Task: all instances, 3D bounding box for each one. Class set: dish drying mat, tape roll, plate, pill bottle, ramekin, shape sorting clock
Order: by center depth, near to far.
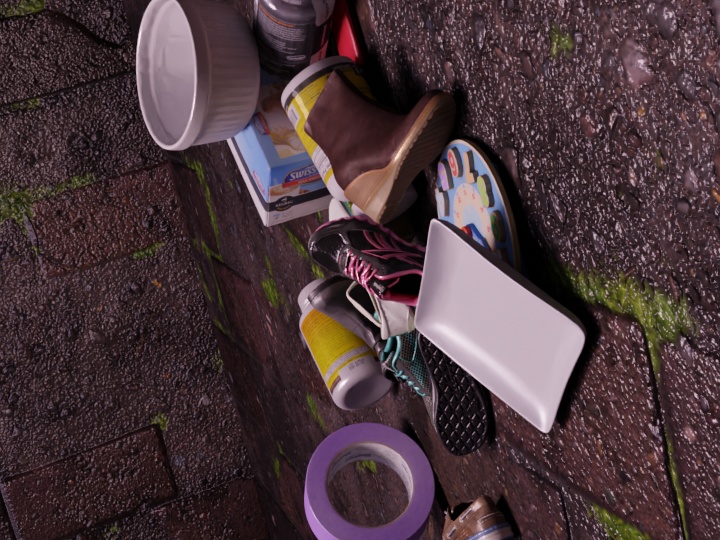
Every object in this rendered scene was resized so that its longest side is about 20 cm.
[{"bbox_3d":[0.146,0.055,1.199,0.199,0.032,0.201,39,149,22],"label":"plate"},{"bbox_3d":[0.124,-0.043,1.253,0.200,0.039,0.203,162,91,-74],"label":"shape sorting clock"},{"bbox_3d":[-0.010,-0.159,1.440,0.202,0.110,0.112,61,162,13],"label":"pill bottle"},{"bbox_3d":[-0.085,-0.338,1.460,0.200,0.105,0.108,110,139,-68],"label":"pill bottle"},{"bbox_3d":[-0.034,-0.360,1.492,0.077,0.018,0.203,171,81,-75],"label":"dish drying mat"},{"bbox_3d":[-0.214,-0.264,1.518,0.199,0.104,0.204,17,110,56],"label":"ramekin"},{"bbox_3d":[0.013,0.337,1.738,0.066,0.197,0.202,96,151,-57],"label":"tape roll"},{"bbox_3d":[-0.028,0.111,1.801,0.110,0.108,0.202,95,153,-53],"label":"pill bottle"}]

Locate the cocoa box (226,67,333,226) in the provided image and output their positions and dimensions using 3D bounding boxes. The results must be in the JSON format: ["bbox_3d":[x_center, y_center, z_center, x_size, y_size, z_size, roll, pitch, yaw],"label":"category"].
[{"bbox_3d":[-0.107,-0.192,1.604,0.132,0.131,0.202,102,146,-55],"label":"cocoa box"}]

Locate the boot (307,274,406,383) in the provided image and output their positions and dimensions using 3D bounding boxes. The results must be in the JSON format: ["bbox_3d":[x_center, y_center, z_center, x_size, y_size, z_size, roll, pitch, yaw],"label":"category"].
[{"bbox_3d":[0.016,0.084,1.583,0.199,0.070,0.133,17,-140,-53],"label":"boot"}]

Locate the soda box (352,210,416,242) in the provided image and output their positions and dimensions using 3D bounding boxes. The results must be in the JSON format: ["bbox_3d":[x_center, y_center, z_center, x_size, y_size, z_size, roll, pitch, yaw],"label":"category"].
[{"bbox_3d":[0.017,-0.040,1.576,0.200,0.063,0.069,120,130,-70],"label":"soda box"}]

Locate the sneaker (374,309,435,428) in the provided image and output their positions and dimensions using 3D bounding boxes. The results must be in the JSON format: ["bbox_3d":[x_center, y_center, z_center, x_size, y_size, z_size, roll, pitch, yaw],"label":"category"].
[{"bbox_3d":[0.070,0.121,1.514,0.077,0.090,0.203,-168,61,-72],"label":"sneaker"}]

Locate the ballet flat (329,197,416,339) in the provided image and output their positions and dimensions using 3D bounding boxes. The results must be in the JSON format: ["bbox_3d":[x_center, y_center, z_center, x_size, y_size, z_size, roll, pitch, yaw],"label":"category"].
[{"bbox_3d":[0.000,0.000,1.449,0.202,0.069,0.070,57,160,13],"label":"ballet flat"}]

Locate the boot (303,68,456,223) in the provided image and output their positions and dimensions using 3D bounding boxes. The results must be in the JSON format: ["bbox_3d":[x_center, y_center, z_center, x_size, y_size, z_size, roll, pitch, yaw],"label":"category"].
[{"bbox_3d":[0.013,-0.171,1.301,0.167,0.072,0.201,54,135,21],"label":"boot"}]

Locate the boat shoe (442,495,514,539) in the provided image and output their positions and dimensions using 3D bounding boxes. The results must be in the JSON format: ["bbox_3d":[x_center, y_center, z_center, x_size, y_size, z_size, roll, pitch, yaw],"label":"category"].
[{"bbox_3d":[0.150,0.350,1.546,0.200,0.071,0.073,129,127,-60],"label":"boat shoe"}]

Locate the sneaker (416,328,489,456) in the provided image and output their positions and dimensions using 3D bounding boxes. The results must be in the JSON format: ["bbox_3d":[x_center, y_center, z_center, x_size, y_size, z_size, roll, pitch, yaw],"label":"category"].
[{"bbox_3d":[0.119,0.132,1.448,0.083,0.070,0.204,-78,-23,-73],"label":"sneaker"}]

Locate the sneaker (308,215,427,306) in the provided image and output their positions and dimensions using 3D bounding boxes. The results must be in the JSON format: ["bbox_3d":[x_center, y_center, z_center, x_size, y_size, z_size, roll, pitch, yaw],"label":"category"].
[{"bbox_3d":[0.023,-0.002,1.361,0.096,0.197,0.080,-52,-26,-56],"label":"sneaker"}]
